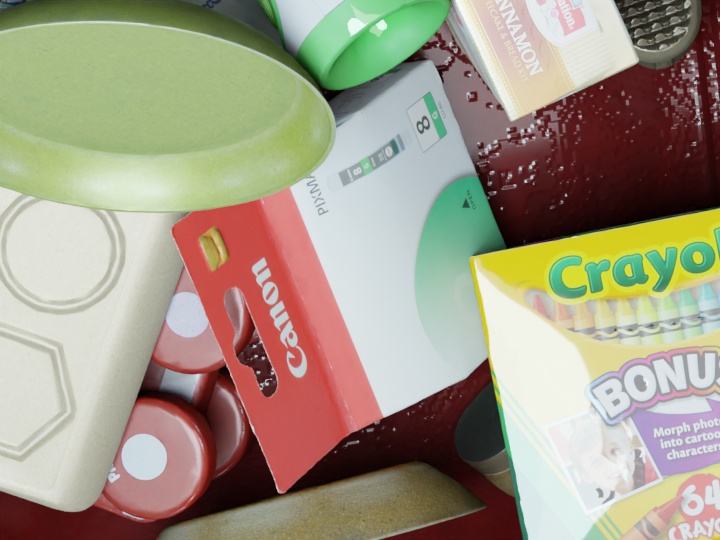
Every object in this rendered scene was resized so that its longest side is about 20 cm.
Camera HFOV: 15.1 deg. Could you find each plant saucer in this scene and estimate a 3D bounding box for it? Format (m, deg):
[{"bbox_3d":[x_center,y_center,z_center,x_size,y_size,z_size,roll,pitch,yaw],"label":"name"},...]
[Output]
[{"bbox_3d":[-0.033,0.137,1.473,0.200,0.200,0.035,-15,86,-2],"label":"plant saucer"},{"bbox_3d":[-0.111,-0.082,1.285,0.200,0.200,0.031,4,66,-7],"label":"plant saucer"}]

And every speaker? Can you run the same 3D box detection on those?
[{"bbox_3d":[-0.040,-0.186,1.297,0.088,0.088,0.200,-34,75,4],"label":"speaker"}]

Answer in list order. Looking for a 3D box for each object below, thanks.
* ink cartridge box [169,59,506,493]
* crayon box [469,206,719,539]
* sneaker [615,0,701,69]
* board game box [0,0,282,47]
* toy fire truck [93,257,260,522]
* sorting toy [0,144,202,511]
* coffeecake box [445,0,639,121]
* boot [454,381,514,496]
[{"bbox_3d":[0.000,0.000,1.441,0.050,0.200,0.161,-8,112,38],"label":"ink cartridge box"},{"bbox_3d":[0.171,0.057,1.447,0.200,0.058,0.173,-11,92,4],"label":"crayon box"},{"bbox_3d":[0.135,-0.204,1.460,0.070,0.076,0.200,-10,84,4],"label":"sneaker"},{"bbox_3d":[-0.120,-0.196,1.347,0.199,0.043,0.200,6,67,-35],"label":"board game box"},{"bbox_3d":[-0.136,0.035,1.479,0.168,0.112,0.200,18,102,9],"label":"toy fire truck"},{"bbox_3d":[-0.201,0.011,1.395,0.200,0.036,0.185,18,102,-10],"label":"sorting toy"},{"bbox_3d":[0.062,-0.176,1.384,0.073,0.200,0.154,-26,106,1],"label":"coffeecake box"},{"bbox_3d":[0.150,0.055,1.536,0.200,0.074,0.075,-41,124,10],"label":"boot"}]
